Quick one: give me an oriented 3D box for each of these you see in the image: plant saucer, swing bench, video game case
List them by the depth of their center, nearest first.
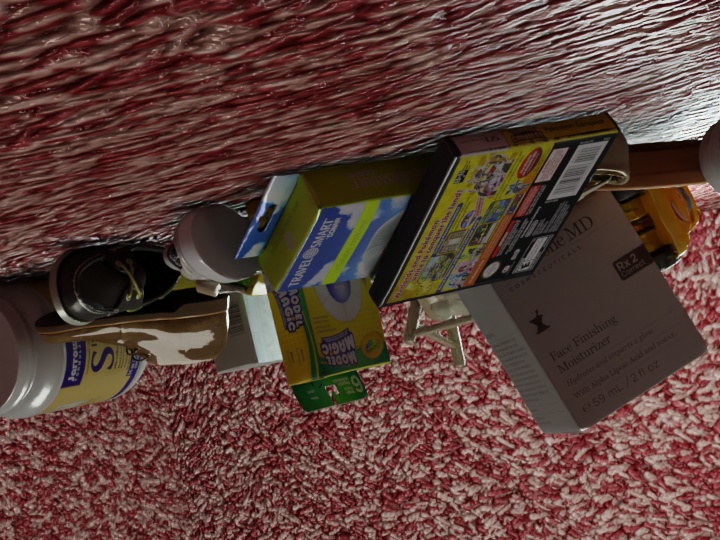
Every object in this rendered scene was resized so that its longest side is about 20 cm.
[{"bbox_3d":[0.116,-0.052,1.280,0.180,0.026,0.200,-12,146,-31],"label":"video game case"},{"bbox_3d":[0.306,-0.110,1.474,0.200,0.038,0.200,-6,-173,1],"label":"plant saucer"},{"bbox_3d":[0.164,-0.008,1.751,0.199,0.200,0.130,-17,152,33],"label":"swing bench"}]

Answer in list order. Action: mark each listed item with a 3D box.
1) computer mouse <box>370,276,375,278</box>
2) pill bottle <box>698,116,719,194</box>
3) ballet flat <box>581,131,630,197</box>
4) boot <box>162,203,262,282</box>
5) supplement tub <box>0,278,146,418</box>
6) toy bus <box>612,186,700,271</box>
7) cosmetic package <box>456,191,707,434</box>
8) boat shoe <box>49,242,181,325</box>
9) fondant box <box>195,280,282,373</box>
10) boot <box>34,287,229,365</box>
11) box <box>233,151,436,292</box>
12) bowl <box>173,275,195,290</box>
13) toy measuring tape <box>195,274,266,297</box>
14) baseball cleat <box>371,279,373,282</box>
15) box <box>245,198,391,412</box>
[{"bbox_3d":[-0.030,-0.027,1.454,0.200,0.059,0.034,6,152,10],"label":"computer mouse"},{"bbox_3d":[0.387,-0.118,1.292,0.111,0.111,0.200,-12,176,-17],"label":"pill bottle"},{"bbox_3d":[0.160,-0.086,1.357,0.200,0.070,0.069,-12,176,-6],"label":"ballet flat"},{"bbox_3d":[-0.143,-0.016,1.338,0.095,0.074,0.200,-14,174,21],"label":"boot"},{"bbox_3d":[-0.342,0.081,1.561,0.145,0.146,0.200,-15,176,31],"label":"supplement tub"},{"bbox_3d":[0.399,-0.074,2.005,0.192,0.136,0.200,-26,-178,-34],"label":"toy bus"},{"bbox_3d":[0.227,0.047,1.532,0.165,0.200,0.165,-32,178,-9],"label":"cosmetic package"},{"bbox_3d":[-0.233,0.006,1.391,0.060,0.072,0.201,-11,-175,15],"label":"boat shoe"},{"bbox_3d":[-0.107,0.034,1.664,0.058,0.145,0.200,-16,176,25],"label":"fondant box"},{"bbox_3d":[-0.231,0.067,1.483,0.200,0.076,0.074,-5,-161,-17],"label":"boot"},{"bbox_3d":[0.000,-0.043,1.265,0.200,0.048,0.122,-10,148,-32],"label":"box"},{"bbox_3d":[-0.228,0.048,1.747,0.200,0.108,0.200,-12,176,-1],"label":"bowl"},{"bbox_3d":[-0.120,-0.010,1.501,0.073,0.074,0.200,-14,177,15],"label":"toy measuring tape"},{"bbox_3d":[0.000,0.000,1.550,0.200,0.070,0.106,13,158,-14],"label":"baseball cleat"},{"bbox_3d":[-0.035,0.027,1.352,0.048,0.200,0.117,-15,176,34],"label":"box"}]
